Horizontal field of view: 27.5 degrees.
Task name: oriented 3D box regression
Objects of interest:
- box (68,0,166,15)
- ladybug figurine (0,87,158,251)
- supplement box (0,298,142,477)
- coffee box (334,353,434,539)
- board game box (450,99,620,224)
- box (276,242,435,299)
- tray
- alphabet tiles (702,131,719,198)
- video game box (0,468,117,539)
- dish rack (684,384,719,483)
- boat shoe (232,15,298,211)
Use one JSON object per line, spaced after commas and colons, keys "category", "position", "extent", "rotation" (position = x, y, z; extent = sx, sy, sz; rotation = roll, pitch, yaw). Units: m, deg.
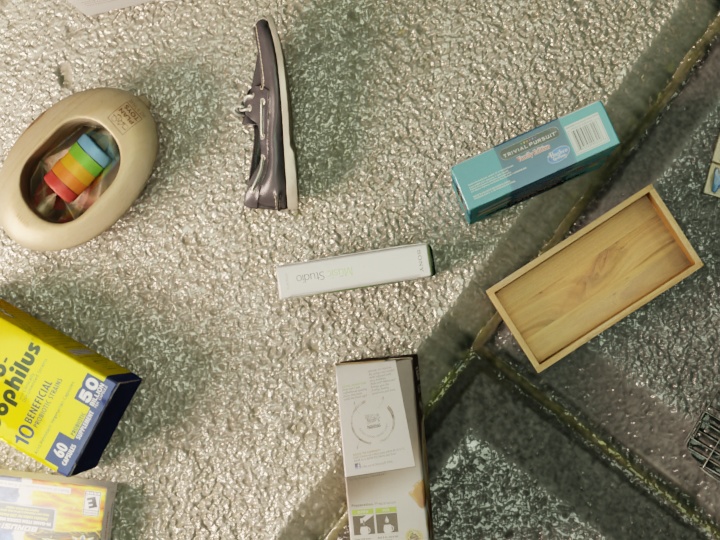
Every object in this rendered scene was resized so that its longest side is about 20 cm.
{"category": "box", "position": [-0.221, -0.387, 1.500], "extent": [0.198, 0.131, 0.201], "rotation": [-12, 87, 4]}
{"category": "ladybug figurine", "position": [-0.287, -0.104, 1.525], "extent": [0.200, 0.072, 0.136], "rotation": [-42, 85, 2]}
{"category": "supplement box", "position": [-0.343, 0.112, 1.503], "extent": [0.199, 0.110, 0.109], "rotation": [28, 90, 5]}
{"category": "coffee box", "position": [0.026, 0.187, 1.471], "extent": [0.079, 0.114, 0.202], "rotation": [-5, 88, 4]}
{"category": "board game box", "position": [0.164, -0.101, 1.427], "extent": [0.150, 0.200, 0.047], "rotation": [-24, 87, 3]}
{"category": "box", "position": [0.000, 0.000, 1.436], "extent": [0.143, 0.200, 0.037], "rotation": [-9, 91, 3]}
{"category": "tray", "position": [0.237, 0.009, 1.501], "extent": [0.199, 0.037, 0.099], "rotation": [-33, 86, 2]}
{"category": "alphabet tiles", "position": [0.468, -0.131, 1.503], "extent": [0.199, 0.008, 0.168], "rotation": [16, 89, 5]}
{"category": "video game box", "position": [-0.363, 0.302, 1.531], "extent": [0.198, 0.047, 0.184], "rotation": [6, 91, 5]}
{"category": "dish rack", "position": [0.424, 0.135, 1.476], "extent": [0.153, 0.055, 0.201], "rotation": [30, 92, 6]}
{"category": "boat shoe", "position": [-0.101, -0.160, 1.514], "extent": [0.062, 0.073, 0.202], "rotation": [-6, 92, 1]}
